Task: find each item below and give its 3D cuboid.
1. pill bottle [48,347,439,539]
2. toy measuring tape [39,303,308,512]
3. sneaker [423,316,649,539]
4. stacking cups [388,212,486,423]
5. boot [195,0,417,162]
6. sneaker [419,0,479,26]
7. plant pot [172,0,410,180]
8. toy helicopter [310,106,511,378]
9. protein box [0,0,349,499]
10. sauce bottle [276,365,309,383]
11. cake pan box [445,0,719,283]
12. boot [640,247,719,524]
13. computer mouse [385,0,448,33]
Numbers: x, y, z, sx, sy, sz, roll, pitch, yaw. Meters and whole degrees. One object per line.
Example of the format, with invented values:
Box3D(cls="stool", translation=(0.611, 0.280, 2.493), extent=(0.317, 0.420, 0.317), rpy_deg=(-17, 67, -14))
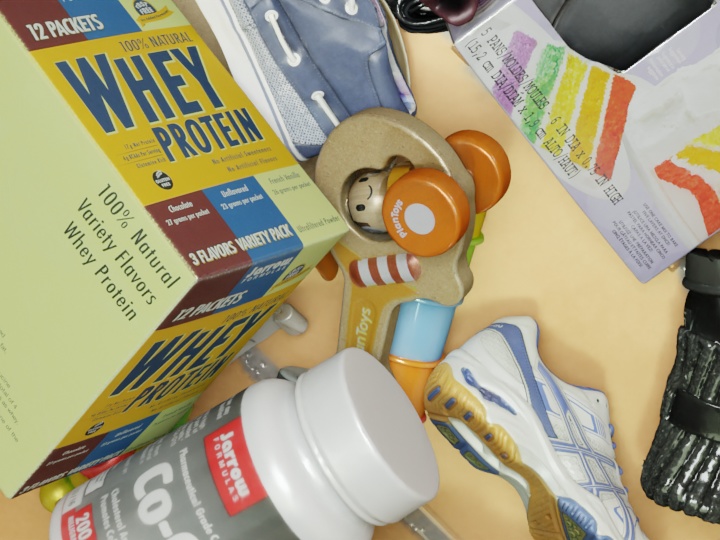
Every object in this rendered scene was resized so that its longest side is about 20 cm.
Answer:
Box3D(cls="pill bottle", translation=(-0.064, 0.131, 1.187), extent=(0.200, 0.114, 0.114), rpy_deg=(-31, 98, 17))
Box3D(cls="toy measuring tape", translation=(-0.110, 0.097, 1.278), extent=(0.200, 0.074, 0.074), rpy_deg=(-32, 98, 12))
Box3D(cls="sneaker", translation=(0.130, 0.114, 1.252), extent=(0.088, 0.075, 0.200), rpy_deg=(-43, 98, -27))
Box3D(cls="stacking cups", translation=(0.030, 0.027, 1.264), extent=(0.060, 0.061, 0.201), rpy_deg=(16, 108, 2))
Box3D(cls="boot", translation=(-0.040, -0.158, 1.180), extent=(0.090, 0.073, 0.200), rpy_deg=(-17, 118, 14))
Box3D(cls="sneaker", translation=(0.036, -0.221, 1.115), extent=(0.075, 0.116, 0.201), rpy_deg=(-16, 118, 7))
Box3D(cls="plant pot", translation=(-0.069, -0.108, 1.253), extent=(0.199, 0.027, 0.201), rpy_deg=(1, 103, 5))
Box3D(cls="toy helicopter", translation=(0.000, 0.000, 1.202), extent=(0.132, 0.079, 0.201), rpy_deg=(20, 121, 18))
Box3D(cls="protein box", translation=(-0.155, -0.023, 1.166), extent=(0.199, 0.135, 0.200), rpy_deg=(52, 125, 14))
Box3D(cls="sauce bottle", translation=(-0.059, 0.157, 1.292), extent=(0.064, 0.065, 0.201), rpy_deg=(20, 104, 1))
Box3D(cls="cake pan box", translation=(0.174, -0.121, 1.196), extent=(0.184, 0.052, 0.200), rpy_deg=(-36, 110, 9))
Box3D(cls="boot", translation=(0.275, 0.077, 1.233), extent=(0.210, 0.079, 0.159), rpy_deg=(8, 96, 14))
Box3D(cls="computer mouse", translation=(0.082, -0.231, 1.201), extent=(0.140, 0.046, 0.201), rpy_deg=(3, 103, 6))
